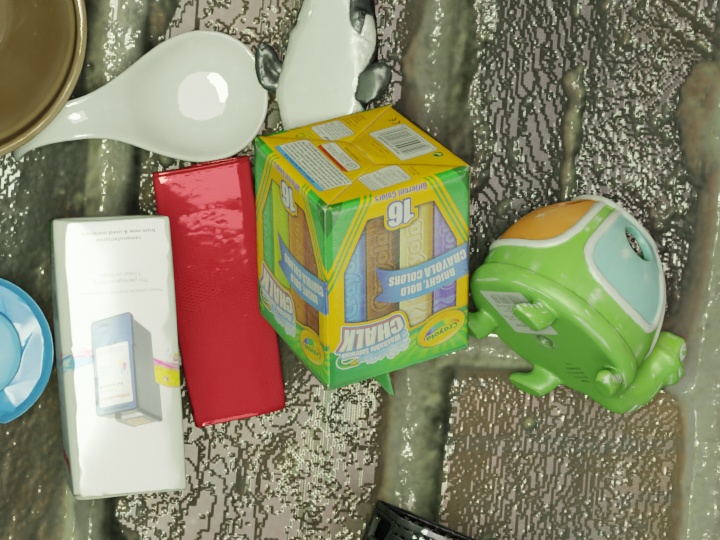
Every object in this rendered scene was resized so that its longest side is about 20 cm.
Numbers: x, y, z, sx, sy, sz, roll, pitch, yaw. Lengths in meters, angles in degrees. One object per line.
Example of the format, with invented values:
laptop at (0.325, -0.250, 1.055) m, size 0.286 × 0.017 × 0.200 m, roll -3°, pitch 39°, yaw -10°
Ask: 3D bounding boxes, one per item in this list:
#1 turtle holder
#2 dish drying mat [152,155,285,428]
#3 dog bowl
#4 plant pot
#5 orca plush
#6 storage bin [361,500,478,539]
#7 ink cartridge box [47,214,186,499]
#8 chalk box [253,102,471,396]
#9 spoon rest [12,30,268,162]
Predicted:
turtle holder at (0.179, 0.028, 1.679) m, size 0.185 × 0.141 × 0.132 m, roll 34°, pitch 69°, yaw 0°
dish drying mat at (-0.107, 0.016, 1.676) m, size 0.076 × 0.018 × 0.201 m, roll -10°, pitch 102°, yaw -9°
dog bowl at (-0.323, 0.081, 1.613) m, size 0.199 × 0.050 × 0.112 m, roll -30°, pitch 100°, yaw -15°
plant pot at (-0.299, -0.183, 1.608) m, size 0.200 × 0.093 × 0.202 m, roll -1°, pitch 103°, yaw -5°
orca plush at (-0.026, -0.176, 1.681) m, size 0.105 × 0.071 × 0.201 m, roll -11°, pitch 88°, yaw 14°
storage bin at (0.093, 0.260, 1.670) m, size 0.199 × 0.135 × 0.094 m, roll 24°, pitch 87°, yaw -9°
ink cartridge box at (-0.181, 0.060, 1.616) m, size 0.087 × 0.145 × 0.201 m, roll -2°, pitch 91°, yaw -10°
chalk box at (0.000, 0.000, 1.626) m, size 0.123 × 0.124 × 0.201 m, roll -15°, pitch 123°, yaw -24°
spoon rest at (-0.167, -0.121, 1.657) m, size 0.199 × 0.061 × 0.100 m, roll -13°, pitch 94°, yaw -8°
